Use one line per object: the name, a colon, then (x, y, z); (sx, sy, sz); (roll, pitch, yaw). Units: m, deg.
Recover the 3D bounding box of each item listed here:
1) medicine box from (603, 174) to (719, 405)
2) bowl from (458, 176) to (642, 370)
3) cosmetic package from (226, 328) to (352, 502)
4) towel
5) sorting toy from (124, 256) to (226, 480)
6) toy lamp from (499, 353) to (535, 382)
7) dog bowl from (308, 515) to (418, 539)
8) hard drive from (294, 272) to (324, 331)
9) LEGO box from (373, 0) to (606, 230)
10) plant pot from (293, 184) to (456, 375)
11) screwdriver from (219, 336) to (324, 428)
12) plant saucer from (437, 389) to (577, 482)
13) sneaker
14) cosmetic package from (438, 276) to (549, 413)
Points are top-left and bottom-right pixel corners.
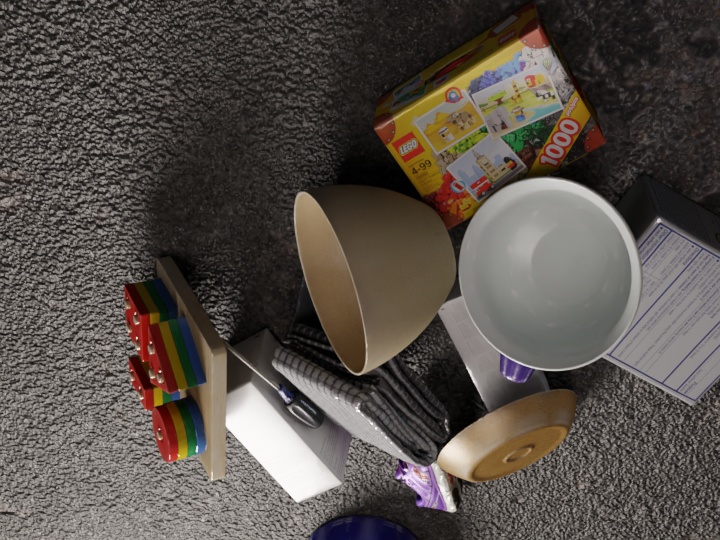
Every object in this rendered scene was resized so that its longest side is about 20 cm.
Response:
medicine box: (0.355, 0.025, 1.111); (0.198, 0.104, 0.183); (27, 122, -12)
bowl: (0.211, -0.001, 1.032); (0.198, 0.090, 0.205); (4, 99, 30)
cosmetic package: (-0.101, 0.190, 1.262); (0.084, 0.108, 0.201); (-27, 115, 26)
towel: (0.004, 0.145, 1.173); (0.164, 0.086, 0.200); (19, 159, 43)
sorting toy: (-0.230, 0.123, 1.173); (0.069, 0.199, 0.203); (-12, 128, -26)
toy lamp: (0.207, 0.032, 1.122); (0.057, 0.058, 0.203); (14, 105, -4)
dog bowl: (0.005, 0.466, 1.447); (0.196, 0.079, 0.203); (3, 123, 4)
hard drive: (0.000, 0.000, 1.167); (0.133, 0.043, 0.202); (15, 123, -4)
LEGO box: (0.136, -0.160, 1.028); (0.198, 0.078, 0.149); (-29, 116, 22)
plant pot: (0.025, -0.006, 1.039); (0.132, 0.201, 0.203); (-18, 124, -15)
screwdriver: (-0.107, 0.131, 1.170); (0.029, 0.028, 0.201); (-48, 125, -14)
plant saucer: (0.194, 0.219, 1.228); (0.197, 0.036, 0.201); (-19, 151, -11)
sneaker: (0.080, 0.256, 1.307); (0.082, 0.081, 0.202); (-7, 123, 17)
cosmetic package: (0.166, 0.094, 1.206); (0.081, 0.051, 0.202); (-22, 119, 13)
